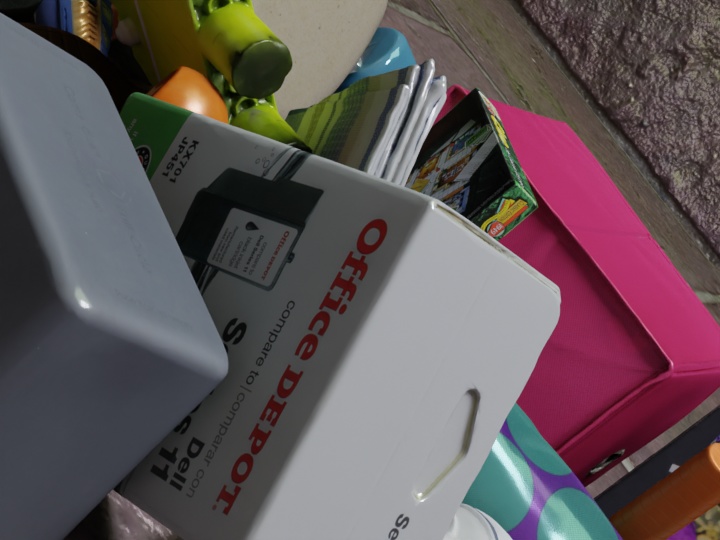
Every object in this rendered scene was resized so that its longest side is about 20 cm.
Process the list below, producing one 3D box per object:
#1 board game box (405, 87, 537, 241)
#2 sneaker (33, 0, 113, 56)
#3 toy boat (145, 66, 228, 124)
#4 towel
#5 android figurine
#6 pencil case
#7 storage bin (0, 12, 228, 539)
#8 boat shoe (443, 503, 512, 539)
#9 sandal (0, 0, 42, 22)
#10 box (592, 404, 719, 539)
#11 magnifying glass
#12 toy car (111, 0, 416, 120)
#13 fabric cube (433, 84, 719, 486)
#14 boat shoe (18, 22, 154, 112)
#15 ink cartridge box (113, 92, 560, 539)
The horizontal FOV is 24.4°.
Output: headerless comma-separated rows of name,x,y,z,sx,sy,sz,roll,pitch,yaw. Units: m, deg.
board game box,0.000,0.000,0.848,0.023,0.200,0.105,39,20,-30
sneaker,-0.206,-0.205,1.002,0.075,0.088,0.200,75,1,-79
toy boat,-0.116,-0.044,0.761,0.200,0.131,0.131,35,22,-42
towel,-0.025,-0.024,0.809,0.024,0.147,0.200,26,-8,-17
android figurine,-0.089,-0.122,0.828,0.200,0.041,0.182,48,-21,40
pencil case,0.073,0.135,0.820,0.200,0.092,0.085,52,36,1
storage bin,-0.145,0.002,0.581,0.145,0.134,0.200,29,25,-51
boat shoe,0.020,0.130,0.671,0.065,0.074,0.200,53,10,-9
sandal,-0.228,-0.136,0.848,0.076,0.043,0.200,43,26,0
box,0.183,0.167,0.964,0.106,0.200,0.122,56,17,16
magnifying glass,0.122,0.148,0.861,0.080,0.200,0.022,49,40,5
toy car,-0.098,-0.159,1.054,0.177,0.200,0.184,-52,130,-34
fabric cube,0.075,0.036,0.974,0.200,0.196,0.199,55,17,14
boat shoe,-0.145,-0.073,0.895,0.200,0.063,0.073,23,46,-51
ink cartridge box,-0.042,0.028,0.638,0.083,0.147,0.200,33,-7,-42
